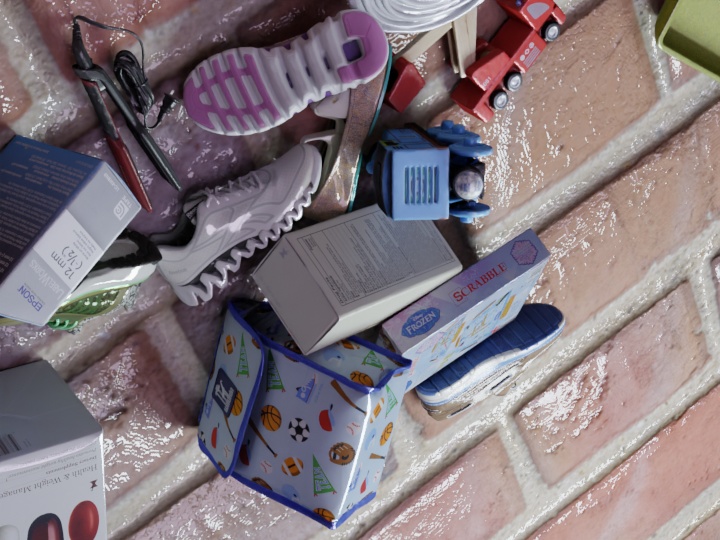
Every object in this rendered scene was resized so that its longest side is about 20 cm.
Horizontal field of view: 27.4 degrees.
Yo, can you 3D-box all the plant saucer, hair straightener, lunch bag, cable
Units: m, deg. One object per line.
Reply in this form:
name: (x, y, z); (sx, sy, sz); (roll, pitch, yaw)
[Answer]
plant saucer: (0.429, -0.323, 1.696); (0.198, 0.048, 0.202); (17, 104, -41)
hair straightener: (-0.207, -0.151, 1.346); (0.077, 0.041, 0.201); (-34, 126, -16)
lunch bag: (-0.071, 0.140, 1.504); (0.124, 0.198, 0.172); (-23, 134, -60)
cable: (0.069, -0.311, 1.381); (0.198, 0.070, 0.201); (-13, 150, -28)

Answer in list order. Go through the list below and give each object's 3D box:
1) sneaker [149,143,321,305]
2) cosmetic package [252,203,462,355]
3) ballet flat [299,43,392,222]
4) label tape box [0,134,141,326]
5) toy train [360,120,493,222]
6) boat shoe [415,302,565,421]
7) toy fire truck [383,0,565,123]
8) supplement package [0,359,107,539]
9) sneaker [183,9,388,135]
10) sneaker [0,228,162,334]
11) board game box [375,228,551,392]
sneaker: (-0.121, -0.056, 1.429); (0.200, 0.075, 0.081); (-43, 118, 4)
cosmetic package: (0.000, 0.000, 1.487); (0.199, 0.104, 0.073); (-20, 160, -45)
ballet flat: (-0.023, -0.138, 1.466); (0.066, 0.068, 0.202); (9, 110, -18)
label tape box: (-0.300, -0.013, 1.248); (0.201, 0.142, 0.066); (-54, 133, -18)
toy train: (0.063, -0.102, 1.468); (0.113, 0.200, 0.088); (0, 104, -9)
boat shoe: (0.155, 0.108, 1.738); (0.198, 0.072, 0.073); (-27, 134, -8)
toy fire truck: (0.111, -0.229, 1.518); (0.201, 0.049, 0.141); (-53, 132, 0)
supplement package: (-0.349, 0.223, 1.378); (0.189, 0.147, 0.202); (-14, 122, -29)
sneaker: (-0.070, -0.183, 1.395); (0.198, 0.088, 0.081); (-20, 97, -2)
sneaker: (-0.272, 0.031, 1.361); (0.199, 0.077, 0.089); (-18, 133, -38)
board game box: (0.101, 0.056, 1.612); (0.198, 0.041, 0.200); (-32, 165, -18)
